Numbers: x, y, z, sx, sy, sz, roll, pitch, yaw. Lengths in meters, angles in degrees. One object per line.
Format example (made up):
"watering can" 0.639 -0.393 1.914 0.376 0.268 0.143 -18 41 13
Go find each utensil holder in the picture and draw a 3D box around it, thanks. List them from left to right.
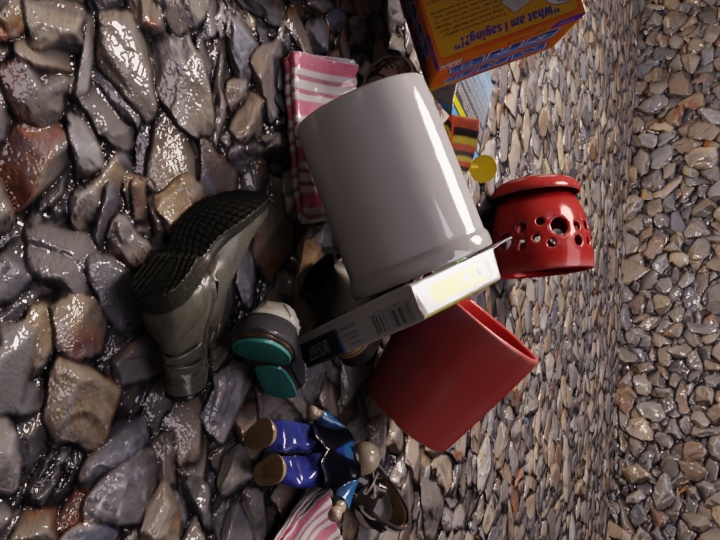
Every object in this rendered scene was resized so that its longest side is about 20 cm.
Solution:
"utensil holder" 0.035 -0.092 0.849 0.169 0.168 0.204 -20 88 -59

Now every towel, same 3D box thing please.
"towel" -0.055 0.373 0.894 0.147 0.029 0.204 -49 131 -49
"towel" -0.040 -0.163 0.944 0.146 0.029 0.205 -18 105 -59

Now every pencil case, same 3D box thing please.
"pencil case" 0.073 -0.234 1.095 0.078 0.090 0.199 -44 150 7

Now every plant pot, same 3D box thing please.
"plant pot" 0.115 0.131 1.032 0.179 0.200 0.199 -54 149 8
"plant pot" 0.351 -0.083 1.493 0.199 0.197 0.187 10 74 -60

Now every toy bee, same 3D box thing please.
"toy bee" 0.110 -0.131 0.974 0.200 0.128 0.111 -5 101 -78

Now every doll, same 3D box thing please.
"doll" -0.044 0.218 0.871 0.198 0.048 0.139 19 46 -52

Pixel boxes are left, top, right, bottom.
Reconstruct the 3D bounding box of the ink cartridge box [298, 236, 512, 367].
"ink cartridge box" 0.056 0.038 0.851 0.198 0.196 0.048 -18 82 -45

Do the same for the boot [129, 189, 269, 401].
"boot" -0.145 0.019 0.736 0.201 0.066 0.133 -56 148 -46

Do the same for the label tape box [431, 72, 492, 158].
"label tape box" 0.163 -0.277 1.280 0.144 0.062 0.204 49 48 -50

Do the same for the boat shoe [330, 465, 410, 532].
"boat shoe" 0.009 0.286 0.995 0.075 0.059 0.202 -64 141 -36

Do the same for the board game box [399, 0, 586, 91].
"board game box" 0.158 -0.386 1.027 0.200 0.196 0.204 -69 141 -86

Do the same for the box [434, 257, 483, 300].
"box" 0.091 -0.051 1.035 0.201 0.036 0.144 53 11 17

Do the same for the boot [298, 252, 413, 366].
"boot" 0.000 0.000 0.976 0.139 0.076 0.202 56 42 -38

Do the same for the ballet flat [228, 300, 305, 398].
"ballet flat" -0.090 0.072 0.772 0.201 0.071 0.075 84 18 -66
